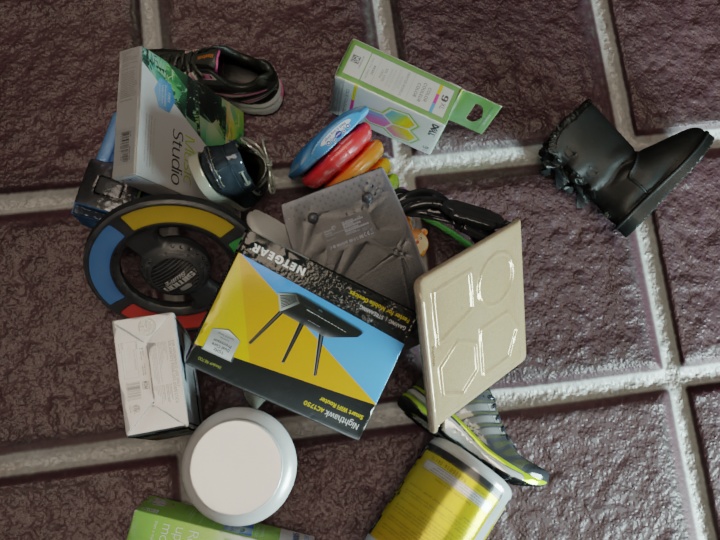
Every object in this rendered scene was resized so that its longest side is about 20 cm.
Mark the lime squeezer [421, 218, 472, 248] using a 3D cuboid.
[{"bbox_3d":[0.149,0.008,1.007,0.070,0.038,0.201,-27,82,21],"label":"lime squeezer"}]

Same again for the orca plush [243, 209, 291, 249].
[{"bbox_3d":[-0.072,0.012,0.977,0.199,0.071,0.105,31,33,-3],"label":"orca plush"}]

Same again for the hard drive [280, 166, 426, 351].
[{"bbox_3d":[0.000,0.000,0.891,0.134,0.042,0.201,-22,97,-9],"label":"hard drive"}]

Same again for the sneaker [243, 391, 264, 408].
[{"bbox_3d":[-0.049,0.114,0.950,0.199,0.076,0.093,-6,101,-10],"label":"sneaker"}]

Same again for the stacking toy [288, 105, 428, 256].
[{"bbox_3d":[0.015,-0.093,0.986,0.116,0.110,0.200,-43,100,-11],"label":"stacking toy"}]

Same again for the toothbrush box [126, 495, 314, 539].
[{"bbox_3d":[-0.161,0.346,0.869,0.199,0.086,0.146,16,84,-4],"label":"toothbrush box"}]

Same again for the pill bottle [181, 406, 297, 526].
[{"bbox_3d":[-0.127,0.206,0.848,0.119,0.200,0.120,1,79,-5],"label":"pill bottle"}]

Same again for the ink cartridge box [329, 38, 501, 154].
[{"bbox_3d":[0.064,-0.204,1.000,0.199,0.104,0.060,24,78,-1],"label":"ink cartridge box"}]

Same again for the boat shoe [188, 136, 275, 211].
[{"bbox_3d":[-0.133,-0.115,0.912,0.062,0.200,0.075,-22,85,10],"label":"boat shoe"}]

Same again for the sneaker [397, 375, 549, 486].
[{"bbox_3d":[0.145,0.184,0.947,0.200,0.074,0.081,37,73,0],"label":"sneaker"}]

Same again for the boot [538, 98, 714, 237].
[{"bbox_3d":[0.340,-0.157,1.037,0.162,0.073,0.198,44,78,7],"label":"boot"}]

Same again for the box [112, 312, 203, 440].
[{"bbox_3d":[-0.212,0.119,0.858,0.060,0.200,0.117,-9,77,-9],"label":"box"}]

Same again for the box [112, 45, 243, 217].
[{"bbox_3d":[-0.202,-0.148,0.920,0.036,0.200,0.145,-5,78,23],"label":"box"}]

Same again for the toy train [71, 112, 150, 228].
[{"bbox_3d":[-0.267,-0.126,0.946,0.086,0.114,0.201,18,78,-2],"label":"toy train"}]

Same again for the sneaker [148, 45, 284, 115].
[{"bbox_3d":[-0.194,-0.251,0.993,0.199,0.086,0.081,2,77,-5],"label":"sneaker"}]

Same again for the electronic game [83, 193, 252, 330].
[{"bbox_3d":[-0.207,-0.004,0.899,0.199,0.201,0.042,-3,43,-6],"label":"electronic game"}]

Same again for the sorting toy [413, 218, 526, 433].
[{"bbox_3d":[0.123,0.057,0.898,0.200,0.036,0.186,-32,124,-39],"label":"sorting toy"}]

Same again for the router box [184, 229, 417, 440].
[{"bbox_3d":[-0.060,0.067,0.834,0.199,0.051,0.150,26,89,-13],"label":"router box"}]

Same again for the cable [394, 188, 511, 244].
[{"bbox_3d":[0.081,-0.012,0.960,0.199,0.051,0.164,14,113,-8],"label":"cable"}]

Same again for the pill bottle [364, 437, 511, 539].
[{"bbox_3d":[0.073,0.298,0.894,0.112,0.112,0.200,36,77,2],"label":"pill bottle"}]
